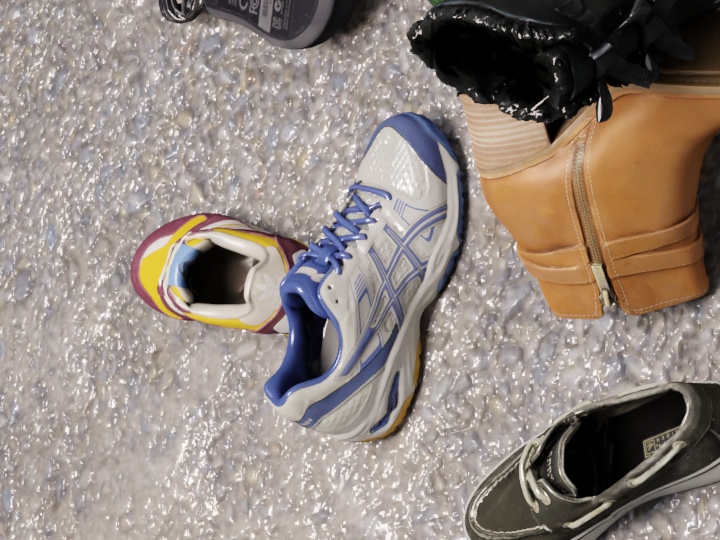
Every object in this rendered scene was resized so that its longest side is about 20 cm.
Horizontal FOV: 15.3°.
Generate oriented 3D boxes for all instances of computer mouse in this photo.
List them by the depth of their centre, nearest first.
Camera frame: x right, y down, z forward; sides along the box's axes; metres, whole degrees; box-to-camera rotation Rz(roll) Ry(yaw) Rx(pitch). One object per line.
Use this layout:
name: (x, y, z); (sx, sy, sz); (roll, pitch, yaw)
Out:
computer mouse: (-0.056, -0.202, 1.713); (0.200, 0.053, 0.139); (33, 119, 49)

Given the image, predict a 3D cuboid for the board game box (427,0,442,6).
board game box: (0.104, -0.229, 1.521); (0.200, 0.041, 0.200); (-44, 50, 9)

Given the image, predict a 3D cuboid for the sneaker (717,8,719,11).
sneaker: (0.186, -0.130, 1.444); (0.200, 0.078, 0.090); (-23, 45, 38)

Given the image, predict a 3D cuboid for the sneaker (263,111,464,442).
sneaker: (0.000, 0.000, 1.581); (0.075, 0.088, 0.200); (5, 83, 49)

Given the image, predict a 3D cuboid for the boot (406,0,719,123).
boot: (0.091, -0.145, 1.360); (0.198, 0.162, 0.073); (23, 136, 42)

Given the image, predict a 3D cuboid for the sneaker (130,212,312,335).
sneaker: (-0.096, -0.002, 1.680); (0.200, 0.090, 0.075); (6, 84, 48)

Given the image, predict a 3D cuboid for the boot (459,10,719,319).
boot: (0.157, -0.046, 1.393); (0.200, 0.155, 0.077); (-9, 30, 24)

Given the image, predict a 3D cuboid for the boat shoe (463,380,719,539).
boat shoe: (0.119, 0.104, 1.444); (0.200, 0.064, 0.071); (-32, 59, 38)
